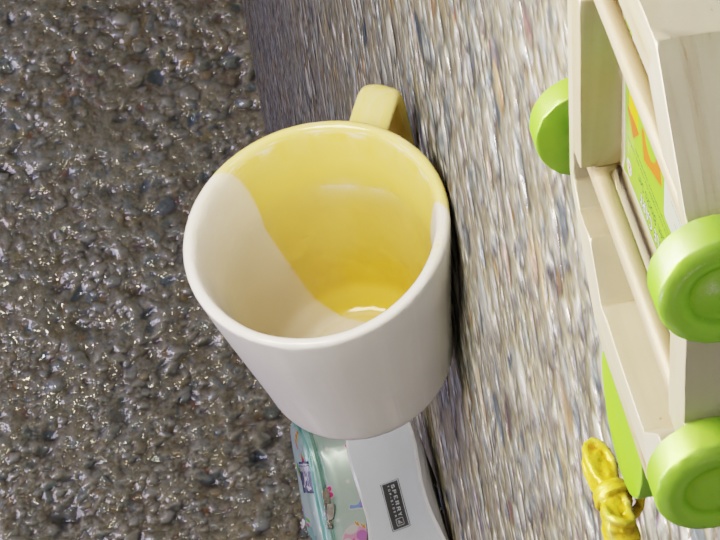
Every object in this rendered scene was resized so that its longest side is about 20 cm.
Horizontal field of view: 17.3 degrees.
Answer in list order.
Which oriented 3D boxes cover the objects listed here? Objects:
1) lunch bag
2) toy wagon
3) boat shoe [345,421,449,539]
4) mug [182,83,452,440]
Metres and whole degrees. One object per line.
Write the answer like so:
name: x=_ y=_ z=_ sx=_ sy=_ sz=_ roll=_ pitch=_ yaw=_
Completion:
lunch bag: x=-0.019 y=0.217 z=2.301 sx=0.200 sy=0.076 sz=0.162 roll=-139 pitch=40 yaw=-84
toy wagon: x=0.080 y=-0.005 z=0.647 sx=0.156 sy=0.039 sz=0.201 roll=-103 pitch=5 yaw=-47
boat shoe: x=0.032 y=0.191 z=1.637 sx=0.066 sy=0.069 sz=0.201 roll=50 pitch=-157 yaw=-62
mug: x=0.002 y=0.008 z=1.360 sx=0.149 sy=0.186 sz=0.154 roll=38 pitch=161 yaw=32
